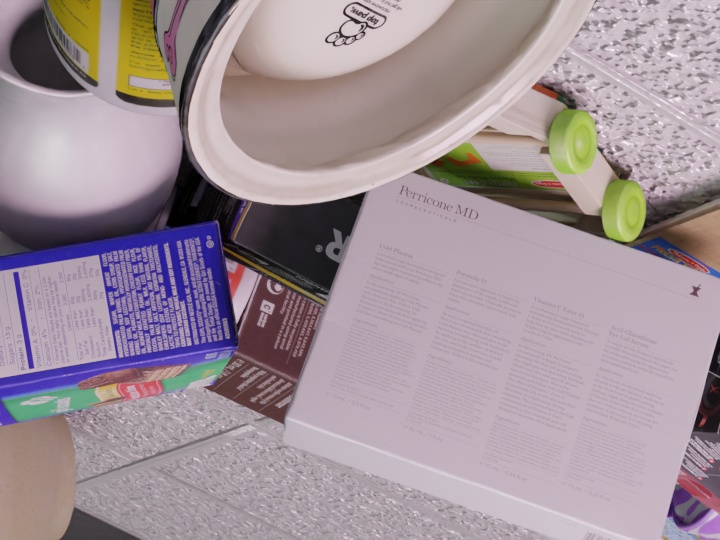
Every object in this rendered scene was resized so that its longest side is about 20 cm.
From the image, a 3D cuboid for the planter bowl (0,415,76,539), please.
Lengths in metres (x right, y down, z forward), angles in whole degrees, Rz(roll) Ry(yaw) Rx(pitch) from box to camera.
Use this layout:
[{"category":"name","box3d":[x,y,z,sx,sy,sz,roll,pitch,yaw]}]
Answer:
[{"category":"planter bowl","box3d":[-0.323,0.174,1.913,0.134,0.202,0.200,1,169,-29]}]

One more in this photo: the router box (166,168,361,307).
[{"category":"router box","box3d":[0.000,0.000,1.299,0.199,0.053,0.157,28,175,-19]}]

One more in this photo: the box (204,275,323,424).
[{"category":"box","box3d":[-0.002,0.076,1.517,0.199,0.075,0.100,24,158,-12]}]

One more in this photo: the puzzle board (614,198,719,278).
[{"category":"puzzle board","box3d":[0.253,0.014,1.214,0.199,0.017,0.151,29,158,-18]}]

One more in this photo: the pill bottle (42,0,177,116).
[{"category":"pill bottle","box3d":[-0.084,-0.156,0.984,0.112,0.113,0.200,21,159,0]}]

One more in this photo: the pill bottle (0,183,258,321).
[{"category":"pill bottle","box3d":[-0.168,-0.018,1.389,0.199,0.113,0.112,25,158,-10]}]

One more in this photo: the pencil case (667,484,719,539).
[{"category":"pencil case","box3d":[0.293,0.166,1.441,0.199,0.084,0.085,28,142,-15]}]

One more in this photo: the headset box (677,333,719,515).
[{"category":"headset box","box3d":[0.253,0.094,1.281,0.199,0.075,0.148,-3,149,47]}]

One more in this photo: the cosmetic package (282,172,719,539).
[{"category":"cosmetic package","box3d":[0.077,0.048,1.163,0.199,0.152,0.052,19,161,3]}]

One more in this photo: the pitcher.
[{"category":"pitcher","box3d":[-0.179,-0.085,1.201,0.170,0.122,0.200,-5,156,-9]}]

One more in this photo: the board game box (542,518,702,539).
[{"category":"board game box","box3d":[0.207,0.174,1.599,0.199,0.041,0.200,0,151,42]}]

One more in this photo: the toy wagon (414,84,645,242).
[{"category":"toy wagon","box3d":[0.075,-0.045,1.205,0.154,0.040,0.200,6,155,34]}]

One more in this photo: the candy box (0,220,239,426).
[{"category":"candy box","box3d":[-0.176,0.038,1.244,0.198,0.078,0.169,-9,171,-10]}]

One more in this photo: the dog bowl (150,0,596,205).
[{"category":"dog bowl","box3d":[0.002,-0.120,0.914,0.074,0.199,0.200,57,174,27]}]
